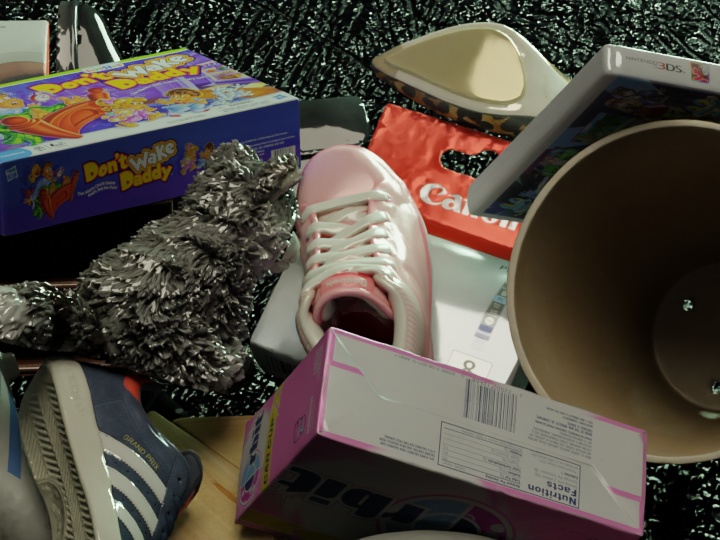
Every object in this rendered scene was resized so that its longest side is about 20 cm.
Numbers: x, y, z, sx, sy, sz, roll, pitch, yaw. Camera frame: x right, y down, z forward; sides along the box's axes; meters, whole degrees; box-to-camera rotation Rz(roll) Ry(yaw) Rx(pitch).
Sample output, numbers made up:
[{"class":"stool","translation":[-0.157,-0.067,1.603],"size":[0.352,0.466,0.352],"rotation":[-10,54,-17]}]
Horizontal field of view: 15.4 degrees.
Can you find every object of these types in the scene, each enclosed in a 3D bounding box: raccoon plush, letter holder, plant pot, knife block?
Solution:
[{"class":"raccoon plush","translation":[-0.105,-0.012,1.421],"size":[0.096,0.135,0.200],"rotation":[19,4,31]},{"class":"letter holder","translation":[-0.206,0.007,1.549],"size":[0.198,0.102,0.142],"rotation":[-2,7,-4]},{"class":"plant pot","translation":[0.196,0.027,1.527],"size":[0.186,0.200,0.189],"rotation":[-3,80,16]},{"class":"knife block","translation":[-0.126,0.138,1.475],"size":[0.174,0.064,0.201],"rotation":[-4,39,4]}]

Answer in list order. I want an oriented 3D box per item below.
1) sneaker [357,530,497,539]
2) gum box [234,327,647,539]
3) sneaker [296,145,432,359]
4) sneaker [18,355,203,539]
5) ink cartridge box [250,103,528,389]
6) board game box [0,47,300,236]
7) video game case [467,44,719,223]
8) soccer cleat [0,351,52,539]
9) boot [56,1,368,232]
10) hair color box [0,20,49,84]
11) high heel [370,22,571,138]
[{"class":"sneaker","translation":[0.075,0.205,1.382],"size":[0.199,0.075,0.105],"rotation":[16,52,-14]},{"class":"gum box","translation":[0.048,0.111,1.404],"size":[0.199,0.114,0.067],"rotation":[19,55,-17]},{"class":"sneaker","translation":[0.000,0.000,1.529],"size":[0.075,0.105,0.202],"rotation":[-14,63,7]},{"class":"sneaker","translation":[-0.118,0.133,1.383],"size":[0.084,0.075,0.201],"rotation":[7,54,-30]},{"class":"ink cartridge box","translation":[0.045,-0.006,1.617],"size":[0.159,0.047,0.201],"rotation":[18,69,17]},{"class":"board game box","translation":[-0.154,-0.078,1.565],"size":[0.199,0.045,0.134],"rotation":[-15,25,-32]},{"class":"video game case","translation":[0.181,-0.066,1.535],"size":[0.181,0.200,0.023],"rotation":[9,66,-19]},{"class":"soccer cleat","translation":[-0.206,0.116,1.443],"size":[0.086,0.070,0.201],"rotation":[-27,88,-31]},{"class":"boot","translation":[-0.094,-0.098,1.715],"size":[0.198,0.066,0.166],"rotation":[-4,74,-5]},{"class":"hair color box","translation":[-0.258,-0.082,1.727],"size":[0.110,0.064,0.201],"rotation":[0,42,-6]},{"class":"high heel","translation":[0.107,-0.093,1.723],"size":[0.198,0.143,0.072],"rotation":[7,63,7]}]
